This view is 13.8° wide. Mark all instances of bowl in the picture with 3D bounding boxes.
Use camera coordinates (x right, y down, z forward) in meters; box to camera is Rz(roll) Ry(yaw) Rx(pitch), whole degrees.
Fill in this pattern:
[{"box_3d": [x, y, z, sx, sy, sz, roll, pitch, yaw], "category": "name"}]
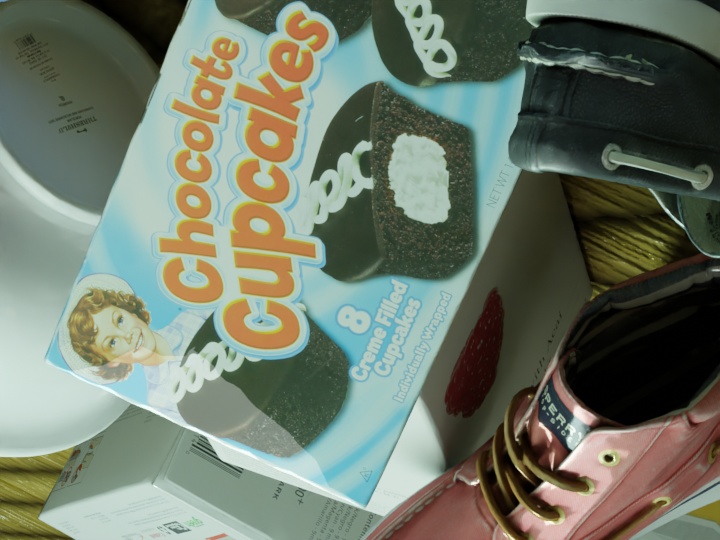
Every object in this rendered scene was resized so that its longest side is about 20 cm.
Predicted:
[{"box_3d": [-0.128, -0.040, 1.098, 0.201, 0.201, 0.090, 34, 133, -25], "category": "bowl"}]

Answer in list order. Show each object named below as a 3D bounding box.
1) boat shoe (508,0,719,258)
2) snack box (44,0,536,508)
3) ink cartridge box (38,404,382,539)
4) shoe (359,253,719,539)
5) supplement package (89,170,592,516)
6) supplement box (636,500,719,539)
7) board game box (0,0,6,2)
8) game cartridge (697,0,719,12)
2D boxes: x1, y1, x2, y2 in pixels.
[{"box_3d": [0.111, -0.034, 0.899, 0.200, 0.060, 0.076, 19, 173, -43], "category": "boat shoe"}, {"box_3d": [-0.010, -0.036, 0.935, 0.116, 0.200, 0.037, 24, -158, 2], "category": "snack box"}, {"box_3d": [-0.049, 0.126, 1.544, 0.175, 0.084, 0.200, 31, 161, -16], "category": "ink cartridge box"}, {"box_3d": [0.063, 0.068, 1.029, 0.072, 0.200, 0.091, 56, 174, 32], "category": "shoe"}, {"box_3d": [0.000, 0.000, 1.096, 0.120, 0.121, 0.200, 18, 160, 19], "category": "supplement package"}, {"box_3d": [0.160, 0.142, 1.256, 0.200, 0.131, 0.103, 20, 160, 13], "category": "supplement box"}, {"box_3d": [-0.171, -0.166, 0.990, 0.158, 0.039, 0.200, -7, 142, 29], "category": "board game box"}, {"box_3d": [0.074, -0.134, 0.784, 0.133, 0.041, 0.200, 22, 161, -1], "category": "game cartridge"}]
